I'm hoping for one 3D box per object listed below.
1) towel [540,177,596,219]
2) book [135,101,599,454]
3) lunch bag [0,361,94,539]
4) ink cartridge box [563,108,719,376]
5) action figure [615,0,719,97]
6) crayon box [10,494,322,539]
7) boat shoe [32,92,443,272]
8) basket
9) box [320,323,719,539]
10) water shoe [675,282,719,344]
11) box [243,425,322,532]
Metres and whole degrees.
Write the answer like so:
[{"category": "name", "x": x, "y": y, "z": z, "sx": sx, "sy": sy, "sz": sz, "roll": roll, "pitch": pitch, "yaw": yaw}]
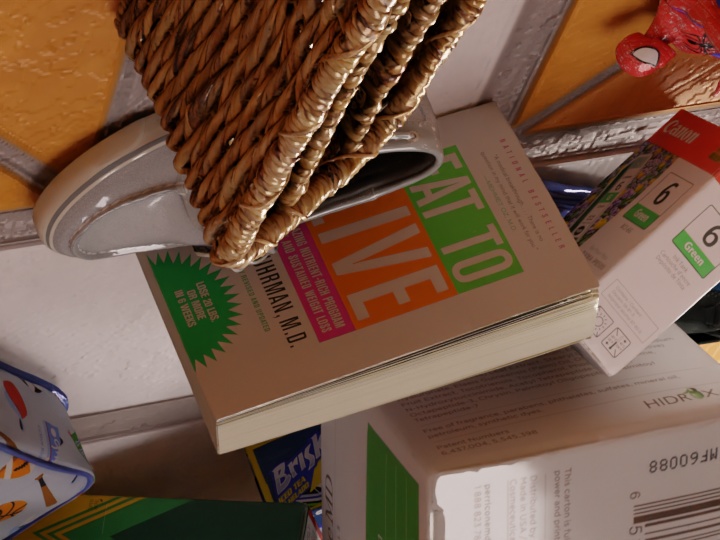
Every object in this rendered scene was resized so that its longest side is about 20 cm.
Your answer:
[{"category": "towel", "x": 0.068, "y": 0.013, "z": 1.440, "sx": 0.145, "sy": 0.024, "sz": 0.200, "roll": 5, "pitch": 142, "yaw": -45}, {"category": "book", "x": 0.000, "y": 0.000, "z": 1.245, "sx": 0.199, "sy": 0.134, "sz": 0.048, "roll": -18, "pitch": 149, "yaw": -13}, {"category": "lunch bag", "x": -0.248, "y": 0.121, "z": 1.324, "sx": 0.200, "sy": 0.076, "sz": 0.160, "roll": -31, "pitch": 156, "yaw": 14}, {"category": "ink cartridge box", "x": 0.175, "y": -0.038, "z": 1.324, "sx": 0.200, "sy": 0.109, "sz": 0.050, "roll": -43, "pitch": 108, "yaw": 0}, {"category": "action figure", "x": 0.228, "y": -0.125, "z": 1.251, "sx": 0.199, "sy": 0.099, "sz": 0.065, "roll": -22, "pitch": 150, "yaw": 1}, {"category": "crayon box", "x": -0.100, "y": 0.195, "z": 1.504, "sx": 0.172, "sy": 0.058, "sz": 0.200, "roll": 2, "pitch": 153, "yaw": 11}, {"category": "boat shoe", "x": -0.055, "y": -0.041, "z": 1.198, "sx": 0.200, "sy": 0.072, "sz": 0.070, "roll": -21, "pitch": 151, "yaw": -5}, {"category": "basket", "x": 0.006, "y": -0.112, "z": 1.048, "sx": 0.142, "sy": 0.149, "sz": 0.200, "roll": -4, "pitch": 145, "yaw": -32}, {"category": "box", "x": 0.096, "y": 0.139, "z": 1.386, "sx": 0.199, "sy": 0.171, "sz": 0.200, "roll": -9, "pitch": 116, "yaw": -17}, {"category": "water shoe", "x": 0.215, "y": 0.003, "z": 1.466, "sx": 0.071, "sy": 0.079, "sz": 0.200, "roll": 9, "pitch": 137, "yaw": -46}, {"category": "box", "x": -0.017, "y": 0.157, "z": 1.566, "sx": 0.070, "sy": 0.064, "sz": 0.200, "roll": -22, "pitch": 152, "yaw": -3}]
